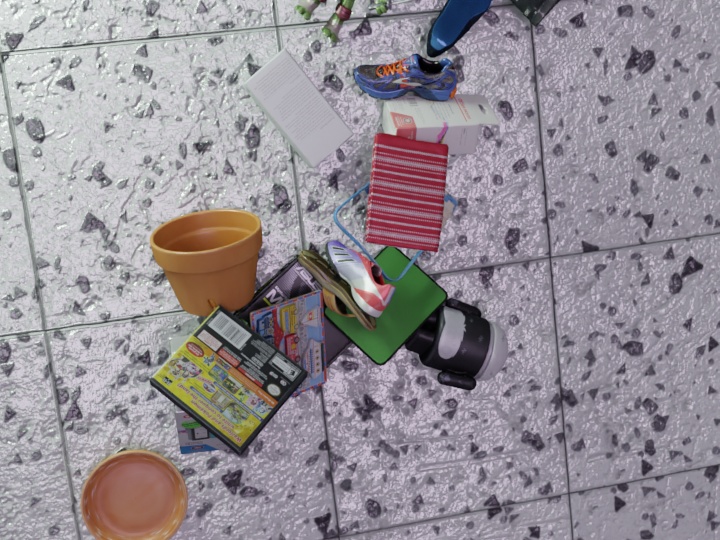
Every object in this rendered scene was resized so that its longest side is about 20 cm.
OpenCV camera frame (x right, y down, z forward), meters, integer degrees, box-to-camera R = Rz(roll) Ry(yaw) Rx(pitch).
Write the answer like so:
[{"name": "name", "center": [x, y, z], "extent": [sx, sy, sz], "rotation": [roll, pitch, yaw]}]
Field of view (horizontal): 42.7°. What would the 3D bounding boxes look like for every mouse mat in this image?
[{"name": "mouse mat", "center": [0.048, 0.063, 1.749], "extent": [0.161, 0.008, 0.200], "rotation": [42, 75, 14]}]

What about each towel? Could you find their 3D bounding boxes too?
[{"name": "towel", "center": [0.083, -0.140, 1.650], "extent": [0.143, 0.022, 0.202], "rotation": [7, 86, -15]}]

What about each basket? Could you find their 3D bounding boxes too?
[{"name": "basket", "center": [0.067, -0.105, 1.727], "extent": [0.200, 0.139, 0.176], "rotation": [-46, 102, -11]}]

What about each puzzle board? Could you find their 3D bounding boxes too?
[{"name": "puzzle board", "center": [-0.127, 0.146, 1.690], "extent": [0.150, 0.017, 0.202], "rotation": [-18, 120, -30]}]

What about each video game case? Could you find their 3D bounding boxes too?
[{"name": "video game case", "center": [-0.221, 0.181, 1.551], "extent": [0.199, 0.026, 0.181], "rotation": [36, 62, 12]}]

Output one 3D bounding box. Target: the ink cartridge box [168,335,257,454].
[{"name": "ink cartridge box", "center": [-0.262, 0.220, 1.653], "extent": [0.145, 0.201, 0.147], "rotation": [-5, 59, -10]}]

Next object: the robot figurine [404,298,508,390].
[{"name": "robot figurine", "center": [0.188, 0.142, 1.792], "extent": [0.198, 0.125, 0.151], "rotation": [17, 97, -12]}]

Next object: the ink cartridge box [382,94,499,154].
[{"name": "ink cartridge box", "center": [0.149, -0.273, 1.727], "extent": [0.198, 0.117, 0.068], "rotation": [-4, 131, -9]}]

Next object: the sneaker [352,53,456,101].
[{"name": "sneaker", "center": [0.084, -0.369, 1.712], "extent": [0.198, 0.076, 0.079], "rotation": [0, 142, -5]}]

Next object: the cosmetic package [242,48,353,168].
[{"name": "cosmetic package", "center": [-0.116, -0.297, 1.703], "extent": [0.101, 0.071, 0.200], "rotation": [-40, 102, -4]}]

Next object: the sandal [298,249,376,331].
[{"name": "sandal", "center": [-0.047, 0.044, 1.715], "extent": [0.200, 0.080, 0.054], "rotation": [43, 106, 5]}]

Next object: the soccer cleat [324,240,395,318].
[{"name": "soccer cleat", "center": [0.000, 0.000, 1.704], "extent": [0.068, 0.200, 0.073], "rotation": [23, 114, -44]}]

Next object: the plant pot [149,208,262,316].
[{"name": "plant pot", "center": [-0.269, -0.010, 1.660], "extent": [0.198, 0.200, 0.141], "rotation": [-9, 115, -9]}]

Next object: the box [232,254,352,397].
[{"name": "box", "center": [-0.123, 0.107, 1.765], "extent": [0.193, 0.048, 0.200], "rotation": [-41, 102, -3]}]

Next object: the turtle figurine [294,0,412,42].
[{"name": "turtle figurine", "center": [-0.016, -0.506, 1.645], "extent": [0.194, 0.144, 0.200], "rotation": [-48, 60, 16]}]

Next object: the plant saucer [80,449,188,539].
[{"name": "plant saucer", "center": [-0.429, 0.436, 1.755], "extent": [0.198, 0.037, 0.202], "rotation": [-1, 96, -11]}]

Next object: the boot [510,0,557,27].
[{"name": "boot", "center": [0.305, -0.582, 1.753], "extent": [0.200, 0.066, 0.165], "rotation": [41, 62, 2]}]

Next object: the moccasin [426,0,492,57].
[{"name": "moccasin", "center": [0.178, -0.479, 1.733], "extent": [0.080, 0.068, 0.200], "rotation": [43, 65, 0]}]
